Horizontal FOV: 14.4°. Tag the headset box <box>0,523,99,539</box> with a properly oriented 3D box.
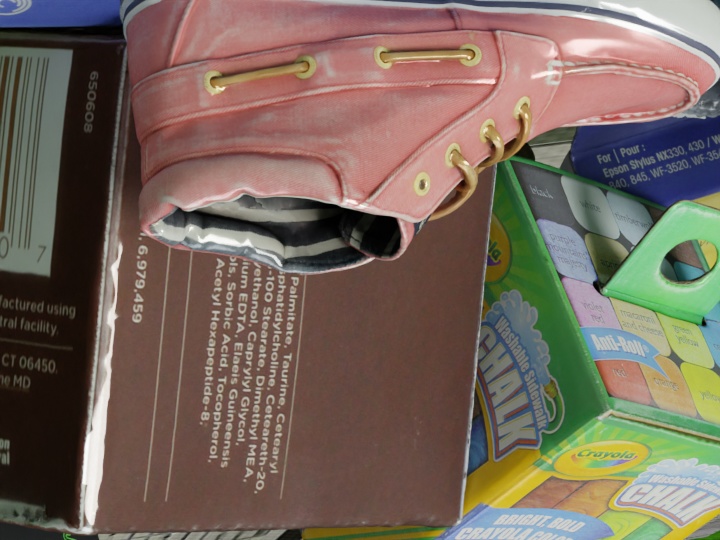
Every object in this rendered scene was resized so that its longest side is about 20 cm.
[{"bbox_3d":[-0.219,0.081,1.322,0.093,0.174,0.200,-19,164,36],"label":"headset box"}]

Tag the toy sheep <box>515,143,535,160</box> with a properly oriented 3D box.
[{"bbox_3d":[0.000,0.000,1.266,0.200,0.138,0.138,-29,173,-17],"label":"toy sheep"}]

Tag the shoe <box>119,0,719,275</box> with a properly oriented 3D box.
[{"bbox_3d":[0.023,-0.045,0.891,0.200,0.091,0.071,4,157,-17],"label":"shoe"}]

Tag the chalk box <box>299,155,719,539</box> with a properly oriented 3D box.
[{"bbox_3d":[0.077,0.045,1.118,0.124,0.124,0.200,16,135,-44],"label":"chalk box"}]

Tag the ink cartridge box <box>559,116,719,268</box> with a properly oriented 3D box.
[{"bbox_3d":[0.161,-0.029,1.241,0.197,0.047,0.200,-17,153,-26],"label":"ink cartridge box"}]

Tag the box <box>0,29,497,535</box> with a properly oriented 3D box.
[{"bbox_3d":[-0.078,0.004,1.031,0.166,0.164,0.200,5,180,41],"label":"box"}]

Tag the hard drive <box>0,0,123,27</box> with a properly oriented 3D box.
[{"bbox_3d":[-0.022,-0.113,0.873,0.200,0.025,0.132,-1,158,-6],"label":"hard drive"}]

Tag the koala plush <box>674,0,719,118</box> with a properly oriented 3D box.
[{"bbox_3d":[0.200,-0.066,0.989,0.200,0.184,0.177,12,179,-38],"label":"koala plush"}]
